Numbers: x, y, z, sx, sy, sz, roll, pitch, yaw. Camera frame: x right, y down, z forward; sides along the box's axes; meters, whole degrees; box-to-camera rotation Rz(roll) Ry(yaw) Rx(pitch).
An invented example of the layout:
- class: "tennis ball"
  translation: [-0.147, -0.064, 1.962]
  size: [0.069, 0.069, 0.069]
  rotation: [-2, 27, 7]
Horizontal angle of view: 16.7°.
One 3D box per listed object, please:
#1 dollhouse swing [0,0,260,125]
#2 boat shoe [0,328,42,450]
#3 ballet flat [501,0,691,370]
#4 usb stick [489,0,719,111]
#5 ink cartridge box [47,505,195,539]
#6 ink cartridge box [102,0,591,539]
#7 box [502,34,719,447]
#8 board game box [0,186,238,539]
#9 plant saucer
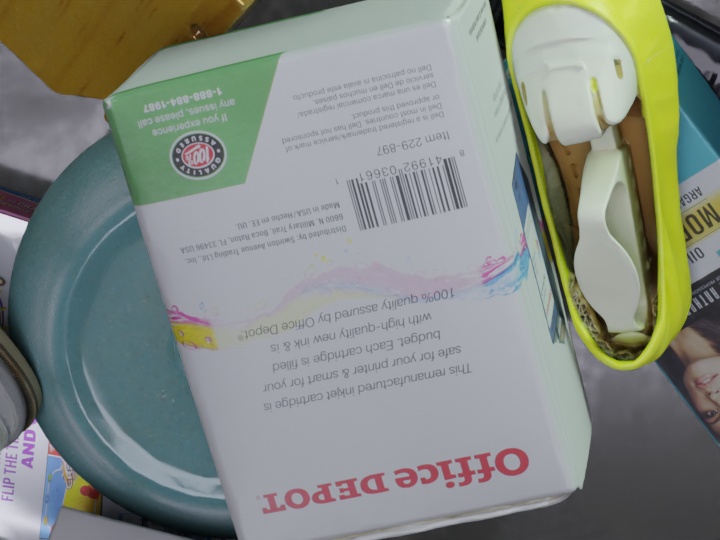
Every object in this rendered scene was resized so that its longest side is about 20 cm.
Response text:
- class: "dollhouse swing"
  translation: [-0.094, -0.210, 1.066]
  size: [0.200, 0.176, 0.182]
  rotation: [43, 144, -5]
- class: "boat shoe"
  translation: [-0.226, 0.023, 1.038]
  size: [0.200, 0.069, 0.075]
  rotation: [38, 130, -17]
- class: "ballet flat"
  translation: [0.095, -0.050, 0.987]
  size: [0.066, 0.067, 0.201]
  rotation: [-4, 115, 21]
- class: "usb stick"
  translation: [0.116, -0.098, 1.073]
  size: [0.199, 0.033, 0.056]
  rotation: [28, 113, -2]
- class: "ink cartridge box"
  translation: [-0.053, 0.192, 1.090]
  size: [0.199, 0.085, 0.146]
  rotation: [15, 146, 2]
- class: "ink cartridge box"
  translation: [0.000, 0.000, 0.983]
  size: [0.144, 0.088, 0.201]
  rotation: [-12, 105, 14]
- class: "box"
  translation: [0.138, -0.019, 1.059]
  size: [0.082, 0.049, 0.200]
  rotation: [-32, 104, 26]
- class: "board game box"
  translation: [-0.121, 0.056, 1.123]
  size: [0.199, 0.040, 0.154]
  rotation: [18, 103, 1]
- class: "plant saucer"
  translation: [-0.059, 0.029, 1.067]
  size: [0.198, 0.036, 0.202]
  rotation: [1, 105, 4]
